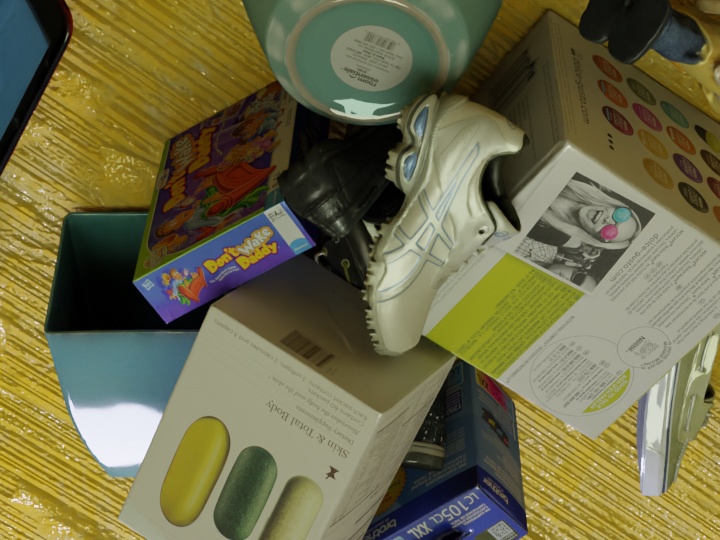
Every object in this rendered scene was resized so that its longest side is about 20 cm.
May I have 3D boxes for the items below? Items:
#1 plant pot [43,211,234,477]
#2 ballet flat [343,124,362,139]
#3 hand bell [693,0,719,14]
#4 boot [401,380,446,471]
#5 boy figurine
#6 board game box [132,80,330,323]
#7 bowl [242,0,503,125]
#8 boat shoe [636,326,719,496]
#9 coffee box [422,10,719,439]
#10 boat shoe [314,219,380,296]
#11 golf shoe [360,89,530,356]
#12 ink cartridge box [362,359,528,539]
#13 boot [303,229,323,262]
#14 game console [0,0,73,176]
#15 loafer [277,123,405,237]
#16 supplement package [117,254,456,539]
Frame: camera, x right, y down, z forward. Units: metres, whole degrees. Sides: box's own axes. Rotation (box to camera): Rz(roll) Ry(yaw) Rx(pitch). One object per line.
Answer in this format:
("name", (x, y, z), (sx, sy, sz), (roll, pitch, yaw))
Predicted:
("plant pot", (-0.170, 0.073, 1.692), (0.141, 0.142, 0.201), (-1, 132, 2))
("ballet flat", (0.042, -0.152, 1.578), (0.067, 0.046, 0.200), (23, 123, -16))
("hand bell", (0.268, -0.295, 1.464), (0.104, 0.104, 0.201), (-13, 111, 10))
("boot", (0.008, 0.079, 1.725), (0.073, 0.203, 0.154), (15, 87, -42))
("boy figurine", (0.244, -0.164, 1.531), (0.200, 0.124, 0.065), (20, 105, -50))
("board game box", (-0.094, -0.060, 1.551), (0.134, 0.200, 0.045), (-27, 119, 19))
("bowl", (0.006, -0.182, 1.457), (0.200, 0.105, 0.201), (2, 134, 2))
("boat shoe", (0.271, 0.111, 1.749), (0.062, 0.072, 0.201), (3, 123, 2))
("coffee box", (0.163, -0.034, 1.566), (0.197, 0.200, 0.200), (31, 120, -19))
("boat shoe", (0.000, 0.000, 1.596), (0.060, 0.072, 0.202), (-28, 94, 3))
("golf shoe", (0.060, -0.022, 1.431), (0.097, 0.078, 0.201), (17, 115, 13))
("ink cartridge box", (0.065, 0.186, 1.727), (0.136, 0.200, 0.076), (-33, 122, 22))
("boot", (-0.032, 0.033, 1.662), (0.131, 0.070, 0.201), (-1, 104, 7))
("game console", (-0.321, -0.170, 1.527), (0.172, 0.119, 0.200), (24, 122, -16))
("loafer", (0.005, -0.066, 1.499), (0.068, 0.200, 0.071), (-38, 86, 26))
("supplement package", (-0.055, 0.124, 1.538), (0.151, 0.151, 0.200), (32, 116, 13))
